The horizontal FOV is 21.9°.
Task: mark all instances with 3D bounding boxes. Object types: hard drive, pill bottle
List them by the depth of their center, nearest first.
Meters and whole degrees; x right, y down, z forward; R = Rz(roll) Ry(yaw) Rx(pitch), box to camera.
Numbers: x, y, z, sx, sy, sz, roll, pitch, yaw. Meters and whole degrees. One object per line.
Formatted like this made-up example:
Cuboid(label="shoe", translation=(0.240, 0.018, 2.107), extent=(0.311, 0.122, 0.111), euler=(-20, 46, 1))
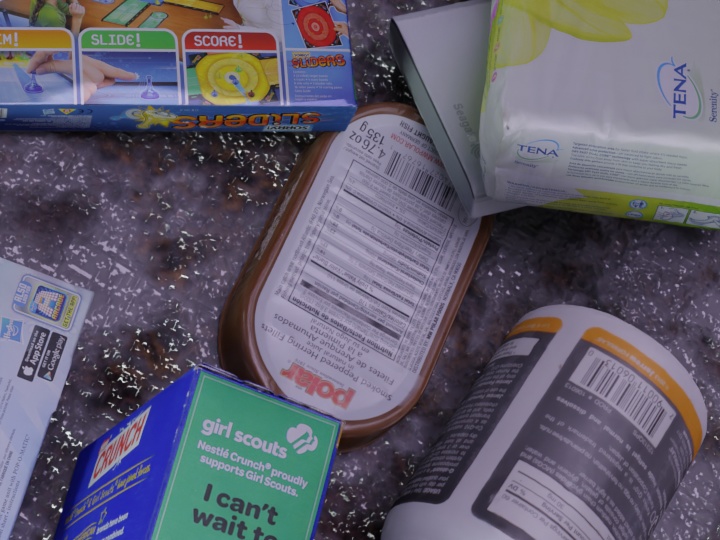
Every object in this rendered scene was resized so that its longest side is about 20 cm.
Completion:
Cuboid(label="pill bottle", translation=(0.081, 0.123, 0.921), extent=(0.116, 0.116, 0.200), euler=(40, 62, -6))
Cuboid(label="hard drive", translation=(0.131, -0.105, 1.008), extent=(0.199, 0.026, 0.132), euler=(-13, 55, -14))

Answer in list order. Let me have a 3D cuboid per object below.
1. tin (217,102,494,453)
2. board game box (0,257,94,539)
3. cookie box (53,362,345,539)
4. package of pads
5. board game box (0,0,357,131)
Cuboid(label="tin", translation=(0.000, 0.000, 0.977), extent=(0.112, 0.042, 0.200), euler=(28, 63, -7))
Cuboid(label="board game box", translation=(-0.246, 0.067, 0.841), extent=(0.198, 0.043, 0.201), euler=(23, 64, -14))
Cuboid(label="cookie box", translation=(-0.093, 0.161, 0.802), extent=(0.075, 0.171, 0.201), euler=(22, 64, -17))
Cuboid(label="package of pads", translation=(0.142, -0.118, 0.959), extent=(0.154, 0.068, 0.201), euler=(7, 53, 1))
Cuboid(label="board game box", translation=(-0.106, -0.140, 0.961), extent=(0.199, 0.034, 0.136), euler=(0, 71, -13))
